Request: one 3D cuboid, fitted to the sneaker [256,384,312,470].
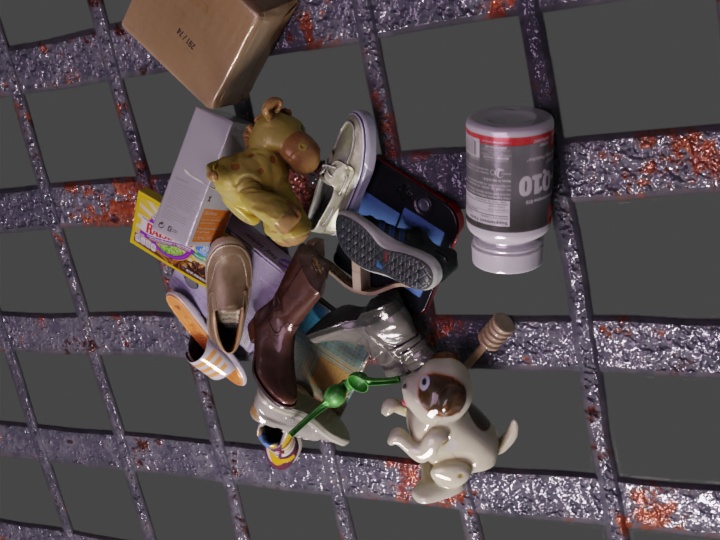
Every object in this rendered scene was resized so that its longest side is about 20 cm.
[{"bbox_3d":[-0.142,0.276,1.872,0.075,0.090,0.201,31,133,19],"label":"sneaker"}]

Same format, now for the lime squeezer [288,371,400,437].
[{"bbox_3d":[-0.022,0.195,1.720,0.199,0.071,0.038,-28,128,16],"label":"lime squeezer"}]

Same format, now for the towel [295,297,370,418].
[{"bbox_3d":[-0.062,0.141,1.814,0.146,0.022,0.200,35,127,16],"label":"towel"}]

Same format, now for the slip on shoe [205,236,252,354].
[{"bbox_3d":[-0.208,0.041,1.756,0.061,0.076,0.201,-115,30,-51],"label":"slip on shoe"}]

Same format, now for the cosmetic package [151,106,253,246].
[{"bbox_3d":[-0.231,-0.140,1.702,0.071,0.101,0.201,25,101,21],"label":"cosmetic package"}]

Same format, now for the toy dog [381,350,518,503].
[{"bbox_3d":[0.125,0.218,1.627,0.193,0.140,0.201,-8,127,13],"label":"toy dog"}]

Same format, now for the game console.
[{"bbox_3d":[0.053,-0.047,1.644,0.177,0.031,0.201,32,125,17],"label":"game console"}]

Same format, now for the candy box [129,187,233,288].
[{"bbox_3d":[-0.286,-0.047,1.811,0.200,0.026,0.103,29,120,21],"label":"candy box"}]

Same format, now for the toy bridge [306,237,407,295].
[{"bbox_3d":[0.000,0.000,1.673,0.199,0.027,0.068,13,117,35],"label":"toy bridge"}]

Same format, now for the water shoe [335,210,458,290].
[{"bbox_3d":[0.049,-0.031,1.590,0.200,0.079,0.072,32,129,34],"label":"water shoe"}]

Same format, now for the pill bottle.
[{"bbox_3d":[0.195,-0.105,1.470,0.113,0.114,0.201,11,117,29],"label":"pill bottle"}]

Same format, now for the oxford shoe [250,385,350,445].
[{"bbox_3d":[-0.097,0.235,1.774,0.058,0.200,0.075,-47,39,18],"label":"oxford shoe"}]

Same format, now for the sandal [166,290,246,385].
[{"bbox_3d":[-0.275,0.128,1.892,0.207,0.059,0.079,53,152,-17],"label":"sandal"}]

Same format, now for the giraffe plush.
[{"bbox_3d":[-0.127,-0.152,1.618,0.200,0.162,0.173,36,171,-8],"label":"giraffe plush"}]

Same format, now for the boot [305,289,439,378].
[{"bbox_3d":[0.015,0.115,1.699,0.200,0.068,0.131,-18,110,41],"label":"boot"}]

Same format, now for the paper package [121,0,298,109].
[{"bbox_3d":[-0.220,-0.372,1.630,0.200,0.103,0.191,43,126,10],"label":"paper package"}]

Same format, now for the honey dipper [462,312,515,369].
[{"bbox_3d":[0.162,0.137,1.656,0.038,0.038,0.200,42,131,10],"label":"honey dipper"}]

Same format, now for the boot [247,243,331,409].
[{"bbox_3d":[-0.096,0.082,1.689,0.200,0.064,0.187,-51,49,35],"label":"boot"}]

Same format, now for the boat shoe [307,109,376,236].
[{"bbox_3d":[-0.027,-0.136,1.618,0.072,0.062,0.201,45,130,45],"label":"boat shoe"}]

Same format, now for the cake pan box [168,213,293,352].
[{"bbox_3d":[-0.205,0.011,1.830,0.200,0.052,0.185,37,129,14],"label":"cake pan box"}]
